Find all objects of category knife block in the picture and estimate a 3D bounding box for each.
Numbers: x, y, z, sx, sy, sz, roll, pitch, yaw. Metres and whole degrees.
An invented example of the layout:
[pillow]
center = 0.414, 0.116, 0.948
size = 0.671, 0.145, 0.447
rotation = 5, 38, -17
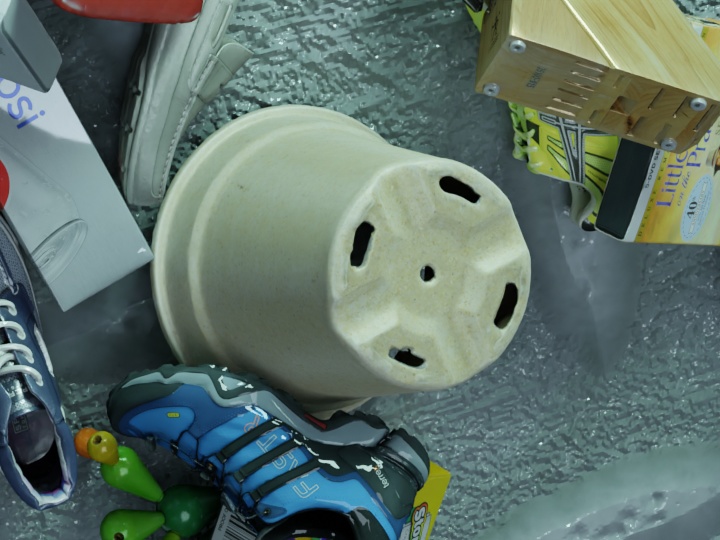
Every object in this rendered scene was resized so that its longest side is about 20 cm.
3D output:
[knife block]
center = 0.131, -0.180, 1.540
size = 0.199, 0.064, 0.176
rotation = 16, 58, -11

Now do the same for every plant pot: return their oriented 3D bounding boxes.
[plant pot]
center = 0.000, 0.000, 1.520
size = 0.200, 0.183, 0.201
rotation = -1, 93, -27

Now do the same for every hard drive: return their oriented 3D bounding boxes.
[hard drive]
center = -0.269, -0.155, 1.382
size = 0.199, 0.132, 0.027
rotation = 19, 80, 8

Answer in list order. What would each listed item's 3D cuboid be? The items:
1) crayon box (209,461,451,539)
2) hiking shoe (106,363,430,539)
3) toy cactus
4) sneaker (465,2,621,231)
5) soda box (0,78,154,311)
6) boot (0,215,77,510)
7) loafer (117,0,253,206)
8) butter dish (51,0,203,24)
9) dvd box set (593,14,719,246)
[crayon box]
center = -0.038, 0.214, 1.639
size = 0.172, 0.058, 0.201
rotation = 0, 113, -56
[hiking shoe]
center = -0.062, 0.115, 1.502
size = 0.199, 0.074, 0.087
rotation = 14, 63, 9
[toy cactus]
center = -0.101, 0.149, 1.633
size = 0.165, 0.102, 0.201
rotation = -16, 112, -34
[sneaker]
center = 0.125, -0.103, 1.618
size = 0.076, 0.075, 0.200
rotation = -43, 116, -3
[soda box]
center = -0.200, -0.079, 1.517
size = 0.068, 0.063, 0.200
rotation = -29, 116, -7
[boot]
center = -0.217, 0.045, 1.536
size = 0.073, 0.090, 0.201
rotation = -25, 117, -12
[loafer]
center = -0.099, -0.132, 1.531
size = 0.070, 0.070, 0.201
rotation = 13, 104, -14
[butter dish]
center = -0.191, -0.224, 1.415
size = 0.147, 0.199, 0.201
rotation = -12, 89, 22
[dvd box set]
center = 0.241, -0.087, 1.643
size = 0.200, 0.029, 0.147
rotation = 2, 109, -48
